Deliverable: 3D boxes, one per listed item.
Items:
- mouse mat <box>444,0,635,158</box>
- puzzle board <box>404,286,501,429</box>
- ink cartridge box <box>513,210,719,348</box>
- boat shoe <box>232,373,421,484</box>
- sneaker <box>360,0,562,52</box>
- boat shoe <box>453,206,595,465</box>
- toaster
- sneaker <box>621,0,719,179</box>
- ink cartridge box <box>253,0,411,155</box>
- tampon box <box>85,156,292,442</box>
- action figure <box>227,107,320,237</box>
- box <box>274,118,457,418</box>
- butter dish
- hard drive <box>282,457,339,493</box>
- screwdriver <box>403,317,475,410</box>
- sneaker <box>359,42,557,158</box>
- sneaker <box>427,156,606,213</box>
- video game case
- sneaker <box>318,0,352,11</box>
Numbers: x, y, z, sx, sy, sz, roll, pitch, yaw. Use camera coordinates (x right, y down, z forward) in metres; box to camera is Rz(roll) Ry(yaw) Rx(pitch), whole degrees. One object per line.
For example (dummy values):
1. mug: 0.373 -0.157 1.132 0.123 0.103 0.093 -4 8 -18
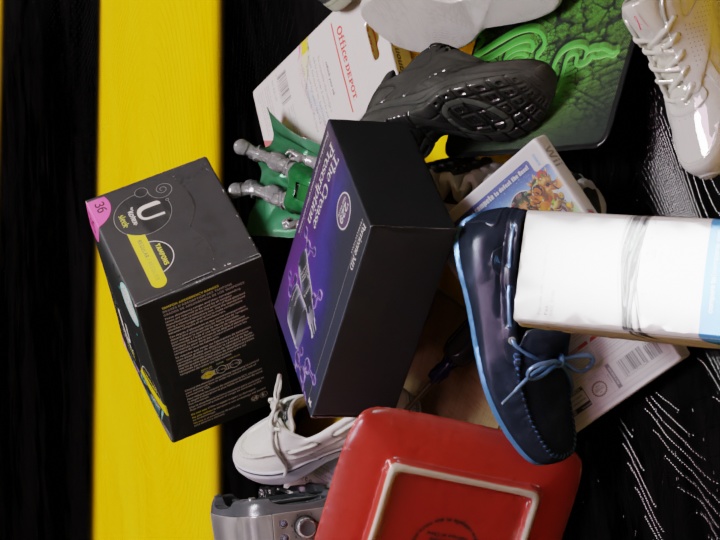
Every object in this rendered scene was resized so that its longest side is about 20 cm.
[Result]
1. mouse mat: 0.150 -0.169 1.624 0.199 0.008 0.162 -1 69 54
2. puzzle board: 0.068 0.130 1.713 0.151 0.017 0.201 38 115 48
3. ink cartridge box: 0.228 0.010 1.377 0.199 0.146 0.086 6 89 41
4. boat shoe: -0.050 0.130 1.731 0.201 0.086 0.075 -16 50 39
5. sneaker: 0.094 -0.243 1.683 0.199 0.075 0.089 -7 46 35
6. boat shoe: 0.126 0.051 1.519 0.068 0.084 0.201 -16 97 40
7. toaster: -0.065 0.252 1.719 0.200 0.113 0.130 164 100 -73
8. sneaker: 0.230 -0.166 1.471 0.078 0.099 0.201 -22 67 50
9. ink cartridge box: -0.010 -0.162 1.821 0.200 0.067 0.117 -39 56 45
10. tampon box: -0.160 0.028 1.867 0.201 0.126 0.150 81 163 -46
11. action figure: -0.043 -0.069 1.762 0.200 0.054 0.119 20 107 49
12. box: 0.000 0.000 1.615 0.141 0.078 0.201 -115 33 -46
13. butter dish: 0.049 0.198 1.611 0.148 0.199 0.201 -131 55 -68
14. hard drive: -0.029 0.233 1.801 0.132 0.027 0.201 23 109 53
15. screwdriver: 0.047 0.101 1.656 0.200 0.028 0.029 -45 40 5
16. sneaker: 0.077 -0.151 1.638 0.199 0.076 0.091 -10 51 40
17. sneaker: 0.126 -0.043 1.629 0.200 0.075 0.082 16 115 52
18. video game case: 0.150 0.015 1.552 0.143 0.018 0.201 -41 79 43
19. sneaker: 0.001 -0.336 1.754 0.200 0.106 0.075 -53 21 0
